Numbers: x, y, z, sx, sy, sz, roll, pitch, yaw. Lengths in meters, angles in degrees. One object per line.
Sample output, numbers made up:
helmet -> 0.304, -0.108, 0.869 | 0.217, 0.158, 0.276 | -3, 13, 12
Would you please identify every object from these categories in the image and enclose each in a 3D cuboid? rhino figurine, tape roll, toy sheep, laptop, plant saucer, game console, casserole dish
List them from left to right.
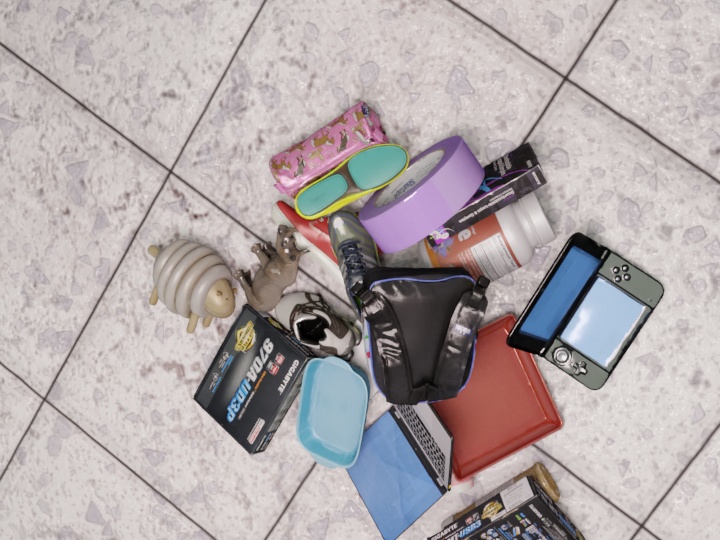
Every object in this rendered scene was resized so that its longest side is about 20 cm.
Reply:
toy sheep -> -0.292, 0.017, 1.449 | 0.198, 0.138, 0.140 | 31, 102, 15
rhino figurine -> -0.141, -0.006, 1.402 | 0.088, 0.059, 0.201 | 51, 133, 13
casserole dish -> -0.040, 0.225, 1.378 | 0.119, 0.039, 0.204 | 19, 114, 22
laptop -> 0.051, 0.278, 1.334 | 0.114, 0.188, 0.203 | -19, 134, -18
tape roll -> 0.092, -0.117, 1.296 | 0.198, 0.201, 0.066 | -35, 105, 15
plant saucer -> 0.197, 0.202, 1.366 | 0.197, 0.037, 0.203 | -26, 89, -4
game console -> 0.345, 0.068, 1.300 | 0.174, 0.116, 0.202 | 33, 103, 9

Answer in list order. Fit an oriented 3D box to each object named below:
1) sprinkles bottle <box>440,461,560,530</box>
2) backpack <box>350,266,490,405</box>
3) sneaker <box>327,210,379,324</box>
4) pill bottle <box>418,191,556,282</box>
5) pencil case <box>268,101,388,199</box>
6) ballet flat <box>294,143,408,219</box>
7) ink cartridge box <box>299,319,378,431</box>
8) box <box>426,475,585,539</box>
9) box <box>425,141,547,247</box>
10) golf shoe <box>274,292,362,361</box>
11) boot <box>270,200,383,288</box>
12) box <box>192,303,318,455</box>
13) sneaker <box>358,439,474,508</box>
sprinkles bottle -> 0.226, 0.391, 1.386 | 0.198, 0.068, 0.069 | -36, 87, 14
backpack -> 0.082, 0.092, 1.242 | 0.195, 0.154, 0.196 | 0, 101, -1
sneaker -> 0.000, 0.000, 1.338 | 0.073, 0.081, 0.204 | -23, 88, 7
pill bottle -> 0.199, -0.042, 1.327 | 0.197, 0.112, 0.114 | -28, 89, 14
pencil case -> -0.054, -0.193, 1.387 | 0.197, 0.086, 0.084 | -28, 82, 15
ballet flat -> -0.014, -0.141, 1.355 | 0.197, 0.067, 0.068 | -27, 84, 3
ink cartridge box -> 0.001, 0.156, 1.422 | 0.104, 0.059, 0.201 | 42, 104, 7
box -> 0.237, 0.439, 1.348 | 0.197, 0.050, 0.200 | -34, 122, 15
box -> 0.186, -0.119, 1.307 | 0.197, 0.143, 0.036 | -28, 107, 14
golf shoe -> -0.087, 0.078, 1.392 | 0.198, 0.094, 0.079 | 22, 91, 42
boot -> -0.041, -0.083, 1.407 | 0.199, 0.072, 0.145 | 38, 102, 0
box -> -0.182, 0.184, 1.459 | 0.158, 0.046, 0.202 | 37, 103, 23
sneaker -> 0.084, 0.327, 1.414 | 0.196, 0.075, 0.107 | -14, 91, 11
